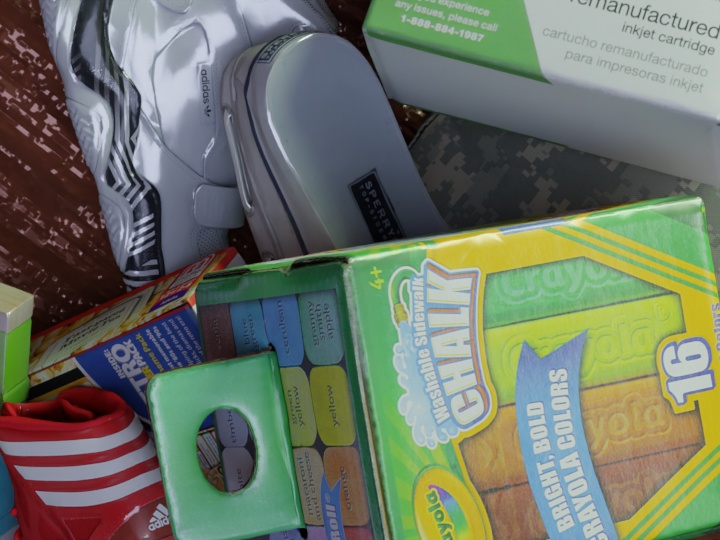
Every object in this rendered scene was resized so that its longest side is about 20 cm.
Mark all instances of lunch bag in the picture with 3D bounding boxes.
[{"bbox_3d":[0.111,-0.019,1.117,0.200,0.118,0.164,40,102,14],"label":"lunch bag"}]

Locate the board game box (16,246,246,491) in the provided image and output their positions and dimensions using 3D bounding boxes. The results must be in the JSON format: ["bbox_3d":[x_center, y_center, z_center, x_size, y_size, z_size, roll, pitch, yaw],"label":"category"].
[{"bbox_3d":[-0.092,0.092,1.119,0.199,0.046,0.152,-22,109,36],"label":"board game box"}]

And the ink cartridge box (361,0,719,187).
[{"bbox_3d":[0.102,-0.152,1.041,0.144,0.084,0.201,15,76,14],"label":"ink cartridge box"}]

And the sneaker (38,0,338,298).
[{"bbox_3d":[-0.056,-0.056,1.118,0.114,0.075,0.201,-17,102,3],"label":"sneaker"}]

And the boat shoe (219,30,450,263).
[{"bbox_3d":[0.000,0.000,1.073,0.073,0.065,0.201,-22,101,-28],"label":"boat shoe"}]

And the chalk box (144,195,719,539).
[{"bbox_3d":[0.022,0.050,0.973,0.199,0.124,0.125,-11,92,-29],"label":"chalk box"}]

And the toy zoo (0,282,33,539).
[{"bbox_3d":[-0.200,0.080,1.123,0.131,0.020,0.201,20,121,21],"label":"toy zoo"}]

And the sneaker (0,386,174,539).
[{"bbox_3d":[-0.113,0.112,1.084,0.078,0.200,0.116,-15,72,-34],"label":"sneaker"}]
